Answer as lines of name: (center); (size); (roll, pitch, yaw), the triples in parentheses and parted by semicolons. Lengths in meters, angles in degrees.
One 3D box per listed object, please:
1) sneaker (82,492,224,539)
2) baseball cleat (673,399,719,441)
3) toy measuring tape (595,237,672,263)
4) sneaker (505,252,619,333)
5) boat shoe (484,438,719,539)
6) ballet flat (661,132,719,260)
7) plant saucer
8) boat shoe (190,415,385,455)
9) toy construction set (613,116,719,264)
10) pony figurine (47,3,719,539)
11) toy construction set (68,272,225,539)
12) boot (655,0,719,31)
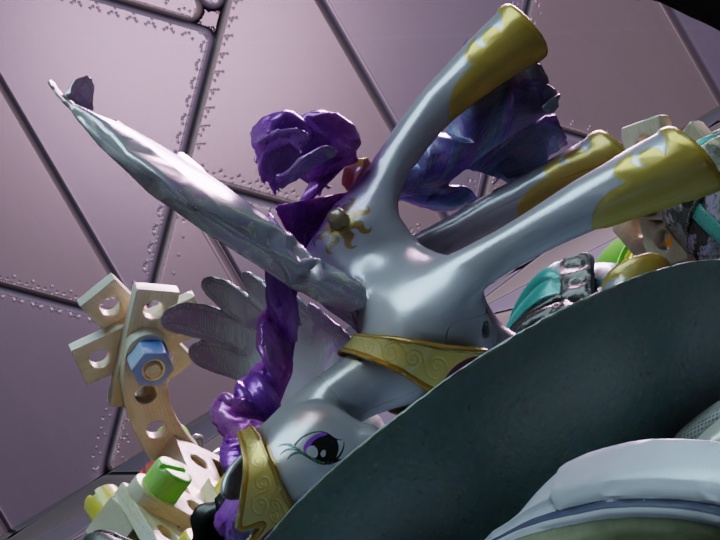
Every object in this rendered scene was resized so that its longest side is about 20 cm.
sneaker: (-0.094, 0.147, 0.923); (0.200, 0.091, 0.066); (-32, 2, -37)
baseball cleat: (0.154, 0.025, 0.694); (0.200, 0.070, 0.106); (-30, 2, -7)
toy measuring tape: (0.171, -0.006, 1.180); (0.200, 0.074, 0.074); (-32, 3, -27)
sneaker: (0.113, 0.032, 0.999); (0.200, 0.084, 0.121); (-30, 11, 38)
boat shoe: (0.046, 0.102, 0.635); (0.200, 0.072, 0.062); (-33, 24, 48)
ballet flat: (0.199, -0.012, 0.879); (0.200, 0.072, 0.072); (-1, -14, -31)
plant saucer: (0.053, 0.075, 0.766); (0.201, 0.039, 0.201); (-30, -22, -13)
boat shoe: (-0.062, 0.117, 1.213); (0.202, 0.086, 0.075); (-28, 3, 35)
toy construction set: (0.198, -0.056, 1.086); (0.200, 0.092, 0.131); (-19, 35, -39)
pony figurine: (0.000, 0.000, 0.845); (0.200, 0.167, 0.193); (-38, 44, -8)
toy construction set: (-0.083, 0.097, 1.098); (0.092, 0.131, 0.200); (-46, 33, 26)
boot: (0.172, -0.087, 0.973); (0.073, 0.162, 0.198); (-2, -55, -58)
